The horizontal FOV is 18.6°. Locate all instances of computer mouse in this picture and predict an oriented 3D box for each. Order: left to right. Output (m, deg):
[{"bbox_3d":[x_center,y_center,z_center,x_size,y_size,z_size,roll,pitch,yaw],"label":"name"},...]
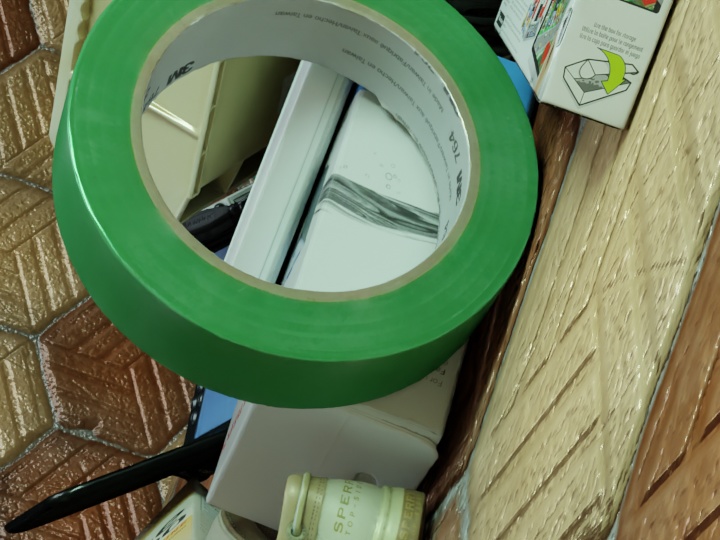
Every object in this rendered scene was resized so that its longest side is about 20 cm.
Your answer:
[{"bbox_3d":[-0.071,-0.022,1.275,0.109,0.044,0.200,-29,2,1],"label":"computer mouse"}]

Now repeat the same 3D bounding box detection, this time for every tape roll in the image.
[{"bbox_3d":[-0.027,-0.043,0.912,0.048,0.199,0.201,119,169,-57],"label":"tape roll"}]

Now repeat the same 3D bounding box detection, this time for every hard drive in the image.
[{"bbox_3d":[-0.031,-0.060,1.048,0.132,0.026,0.201,154,138,-84],"label":"hard drive"}]

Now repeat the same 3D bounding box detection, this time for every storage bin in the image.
[{"bbox_3d":[-0.057,-0.154,1.158,0.200,0.093,0.199,-38,-29,-49],"label":"storage bin"}]

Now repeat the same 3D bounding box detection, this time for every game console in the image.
[{"bbox_3d":[-0.116,0.068,1.245,0.200,0.116,0.177,148,135,-70],"label":"game console"}]

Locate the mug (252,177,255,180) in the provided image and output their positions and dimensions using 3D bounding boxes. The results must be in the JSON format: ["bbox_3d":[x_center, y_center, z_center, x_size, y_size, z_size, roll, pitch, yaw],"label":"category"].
[{"bbox_3d":[-0.026,-0.141,1.381,0.152,0.114,0.186,-23,-30,-54],"label":"mug"}]

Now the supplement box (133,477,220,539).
[{"bbox_3d":[-0.102,0.192,1.115,0.126,0.073,0.200,-47,7,1],"label":"supplement box"}]

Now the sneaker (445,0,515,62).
[{"bbox_3d":[0.055,-0.110,1.082,0.200,0.080,0.087,111,161,-71],"label":"sneaker"}]

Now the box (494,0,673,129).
[{"bbox_3d":[0.094,-0.128,0.865,0.200,0.035,0.111,-94,23,-76],"label":"box"}]

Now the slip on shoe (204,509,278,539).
[{"bbox_3d":[-0.030,0.126,1.094,0.061,0.076,0.200,-55,2,3],"label":"slip on shoe"}]

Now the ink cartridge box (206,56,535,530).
[{"bbox_3d":[0.006,0.009,1.013,0.147,0.085,0.201,118,172,-58],"label":"ink cartridge box"}]

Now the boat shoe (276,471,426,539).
[{"bbox_3d":[-0.028,0.162,0.956,0.073,0.062,0.201,-80,10,-55],"label":"boat shoe"}]
